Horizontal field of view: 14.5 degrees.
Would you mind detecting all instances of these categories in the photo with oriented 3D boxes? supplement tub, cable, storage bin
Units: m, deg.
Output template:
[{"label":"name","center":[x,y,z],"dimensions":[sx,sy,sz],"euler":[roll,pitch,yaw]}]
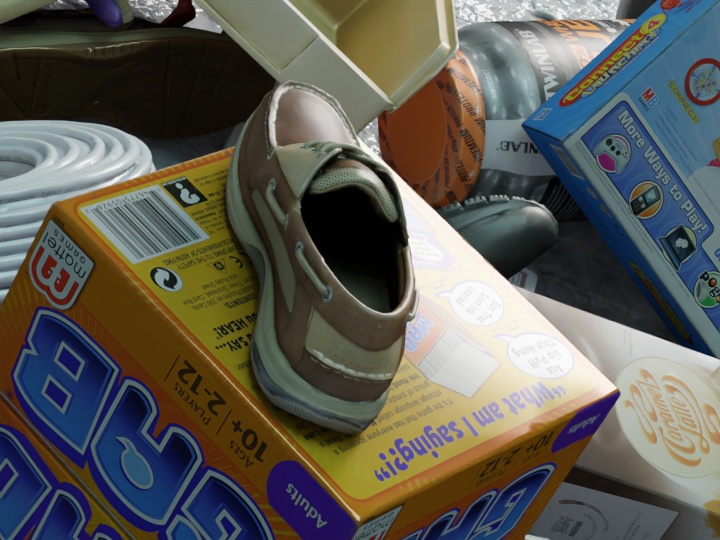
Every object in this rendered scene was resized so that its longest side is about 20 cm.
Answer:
[{"label":"supplement tub","center":[0.119,-0.090,1.705],"dimensions":[0.199,0.123,0.123],"euler":[-5,47,-31]},{"label":"cable","center":[-0.195,-0.022,1.364],"dimensions":[0.200,0.069,0.200],"euler":[-17,19,-33]},{"label":"storage bin","center":[-0.047,-0.194,1.626],"dimensions":[0.200,0.094,0.199],"euler":[43,17,-19]}]

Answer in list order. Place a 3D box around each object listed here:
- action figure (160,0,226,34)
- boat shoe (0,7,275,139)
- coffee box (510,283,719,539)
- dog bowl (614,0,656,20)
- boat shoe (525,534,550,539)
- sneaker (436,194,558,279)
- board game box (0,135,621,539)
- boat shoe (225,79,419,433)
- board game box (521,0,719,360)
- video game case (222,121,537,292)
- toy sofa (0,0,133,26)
[{"label":"action figure","center":[-0.122,-0.223,1.768],"dimensions":[0.065,0.099,0.201],"euler":[9,61,-32]},{"label":"boat shoe","center":[-0.145,-0.123,1.608],"dimensions":[0.199,0.072,0.072],"euler":[-2,41,-26]},{"label":"coffee box","center":[0.149,0.102,1.516],"dimensions":[0.199,0.080,0.115],"euler":[19,45,-17]},{"label":"dog bowl","center":[0.228,-0.119,1.779],"dimensions":[0.059,0.200,0.200],"euler":[-12,50,-27]},{"label":"boat shoe","center":[0.136,0.213,1.392],"dimensions":[0.202,0.074,0.065],"euler":[48,32,18]},{"label":"sneaker","center":[0.023,0.035,1.475],"dimensions":[0.091,0.200,0.076],"euler":[57,-4,19]},{"label":"board game box","center":[-0.047,0.083,1.301],"dimensions":[0.200,0.200,0.200],"euler":[45,36,20]},{"label":"boat shoe","center":[-0.009,-0.019,1.218],"dimensions":[0.076,0.072,0.200],"euler":[14,38,-23]},{"label":"board game box","center":[0.226,-0.072,1.650],"dimensions":[0.200,0.196,0.056],"euler":[52,-10,-25]},{"label":"video game case","center":[0.000,0.000,1.604],"dimensions":[0.200,0.018,0.143],"euler":[27,35,-5]},{"label":"toy sofa","center":[-0.199,-0.196,1.607],"dimensions":[0.083,0.098,0.200],"euler":[-22,29,-7]}]
